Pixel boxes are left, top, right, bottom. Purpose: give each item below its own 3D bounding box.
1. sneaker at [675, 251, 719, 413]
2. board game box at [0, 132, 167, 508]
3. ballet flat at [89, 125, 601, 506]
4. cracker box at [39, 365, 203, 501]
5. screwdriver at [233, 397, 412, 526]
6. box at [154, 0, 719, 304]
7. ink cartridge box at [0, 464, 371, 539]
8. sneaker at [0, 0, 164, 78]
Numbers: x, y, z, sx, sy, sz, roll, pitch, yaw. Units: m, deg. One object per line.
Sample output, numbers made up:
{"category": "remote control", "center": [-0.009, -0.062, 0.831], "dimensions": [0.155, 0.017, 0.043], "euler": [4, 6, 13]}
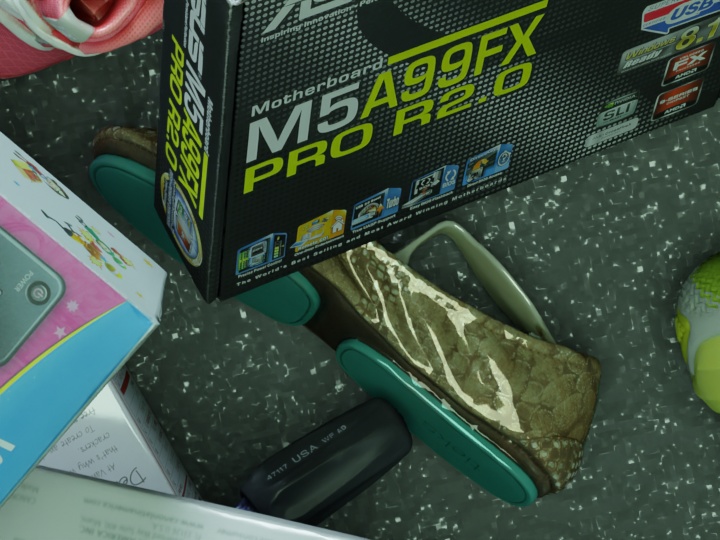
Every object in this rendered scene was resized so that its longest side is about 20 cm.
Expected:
{"category": "sneaker", "center": [0.210, 0.026, 0.952], "dimensions": [0.199, 0.076, 0.106], "euler": [-11, 114, 5]}
{"category": "board game box", "center": [-0.178, -0.001, 0.818], "dimensions": [0.200, 0.064, 0.148], "euler": [39, 99, -10]}
{"category": "ballet flat", "center": [0.000, 0.000, 0.953], "dimensions": [0.200, 0.070, 0.065], "euler": [38, 70, -8]}
{"category": "cracker box", "center": [-0.152, 0.047, 0.954], "dimensions": [0.134, 0.058, 0.201], "euler": [-29, 97, 3]}
{"category": "screwdriver", "center": [-0.065, 0.107, 0.919], "dimensions": [0.200, 0.028, 0.029], "euler": [-38, 71, -12]}
{"category": "box", "center": [0.035, -0.080, 0.856], "dimensions": [0.199, 0.160, 0.044], "euler": [-22, 63, -19]}
{"category": "ink cartridge box", "center": [-0.088, 0.167, 0.867], "dimensions": [0.159, 0.047, 0.201], "euler": [11, 78, 15]}
{"category": "sneaker", "center": [-0.091, -0.101, 0.874], "dimensions": [0.074, 0.087, 0.200], "euler": [36, 141, -21]}
